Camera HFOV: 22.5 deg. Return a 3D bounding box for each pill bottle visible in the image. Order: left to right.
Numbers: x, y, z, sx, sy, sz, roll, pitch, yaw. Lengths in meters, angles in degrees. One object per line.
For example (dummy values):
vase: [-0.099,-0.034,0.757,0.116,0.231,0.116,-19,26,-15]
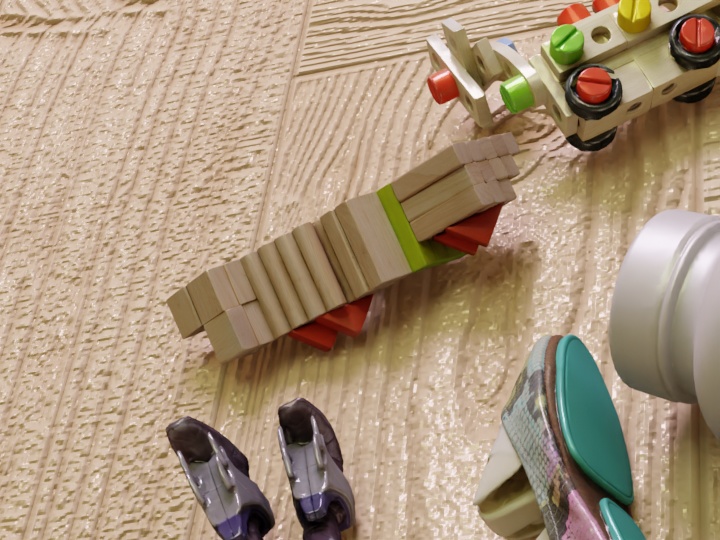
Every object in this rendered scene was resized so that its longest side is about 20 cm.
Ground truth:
pill bottle: [0.207,0.033,0.745,0.199,0.111,0.111,15,55,37]

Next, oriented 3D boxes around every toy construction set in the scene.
toy construction set: [0.129,-0.137,0.975,0.199,0.092,0.132,-32,65,4]

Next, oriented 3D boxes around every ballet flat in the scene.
ballet flat: [0.088,0.109,0.770,0.071,0.069,0.201,-36,39,18]

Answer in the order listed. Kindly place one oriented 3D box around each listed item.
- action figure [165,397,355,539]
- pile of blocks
action figure: [-0.027,0.146,0.781,0.129,0.070,0.201,-20,44,-1]
pile of blocks: [0.000,0.000,0.936,0.199,0.082,0.063,-26,83,13]
